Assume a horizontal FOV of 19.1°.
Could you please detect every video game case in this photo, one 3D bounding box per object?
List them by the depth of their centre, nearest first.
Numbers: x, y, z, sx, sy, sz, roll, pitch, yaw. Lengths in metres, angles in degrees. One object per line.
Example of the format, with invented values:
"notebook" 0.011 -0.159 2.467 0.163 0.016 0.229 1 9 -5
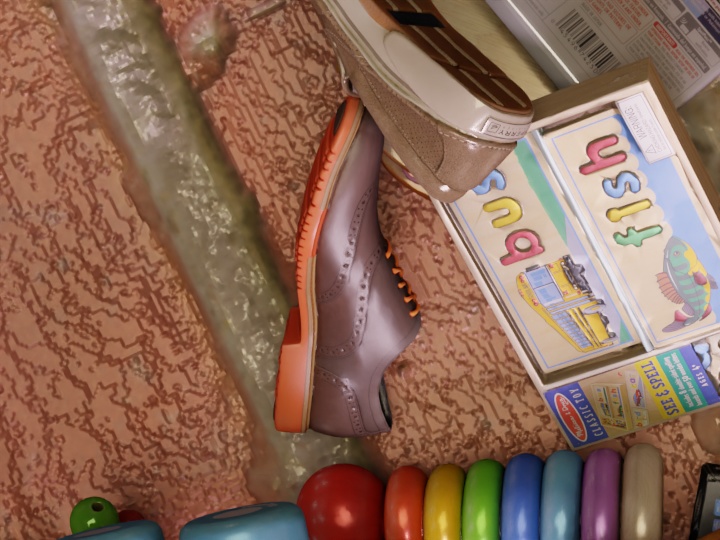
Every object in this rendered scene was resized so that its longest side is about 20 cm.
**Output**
"video game case" 0.135 -0.189 1.123 0.182 0.023 0.200 -40 89 -20

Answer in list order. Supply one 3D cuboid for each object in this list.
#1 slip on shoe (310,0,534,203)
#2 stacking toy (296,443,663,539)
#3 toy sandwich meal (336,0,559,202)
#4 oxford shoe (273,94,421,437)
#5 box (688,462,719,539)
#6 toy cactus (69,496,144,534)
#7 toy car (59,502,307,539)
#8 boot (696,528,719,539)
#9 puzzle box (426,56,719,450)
"slip on shoe" 0.009 -0.115 1.078 0.200 0.076 0.061 48 121 29
"stacking toy" 0.063 0.133 1.157 0.200 0.085 0.086 1 93 9
"toy sandwich meal" 0.074 -0.130 1.143 0.205 0.070 0.206 0 93 5
"oxford shoe" 0.000 0.000 1.140 0.072 0.071 0.200 9 121 0
"box" 0.248 0.217 1.161 0.160 0.044 0.200 10 94 4
"toy cactus" -0.124 0.222 1.181 0.165 0.102 0.200 2 91 -14
"toy car" -0.037 0.207 1.111 0.177 0.200 0.185 -12 89 35
"boot" 0.184 0.151 1.083 0.144 0.071 0.202 10 101 -23
"puzzle box" 0.128 -0.004 1.110 0.133 0.025 0.200 -20 118 22
